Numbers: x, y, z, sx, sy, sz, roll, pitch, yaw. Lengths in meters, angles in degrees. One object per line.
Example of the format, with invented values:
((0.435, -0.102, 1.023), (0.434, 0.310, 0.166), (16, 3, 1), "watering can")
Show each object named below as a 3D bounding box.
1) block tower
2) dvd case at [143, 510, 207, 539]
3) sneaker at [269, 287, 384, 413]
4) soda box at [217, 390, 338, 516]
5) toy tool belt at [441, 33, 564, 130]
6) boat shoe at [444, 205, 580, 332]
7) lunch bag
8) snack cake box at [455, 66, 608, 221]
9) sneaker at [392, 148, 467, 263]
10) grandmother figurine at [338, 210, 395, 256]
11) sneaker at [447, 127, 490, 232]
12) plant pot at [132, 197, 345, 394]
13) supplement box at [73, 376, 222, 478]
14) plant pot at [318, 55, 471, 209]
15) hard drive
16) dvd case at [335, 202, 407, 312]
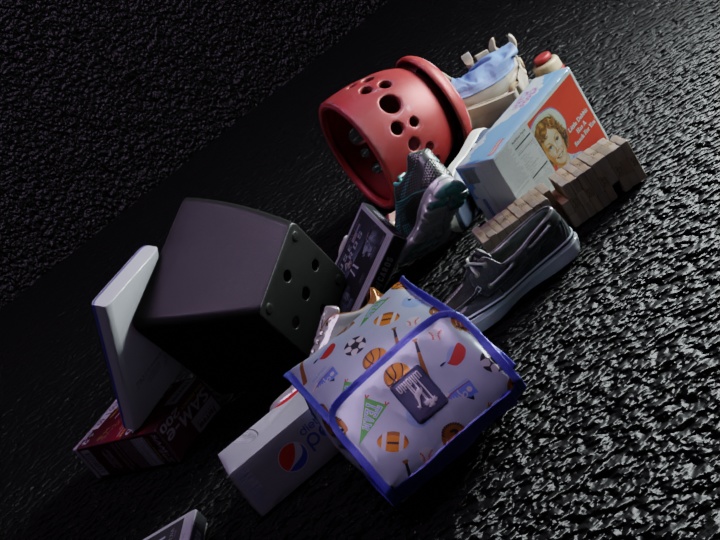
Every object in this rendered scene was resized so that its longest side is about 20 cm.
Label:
((0.229, -0.076, 1.233), (0.199, 0.058, 0.054), (-34, 19, 2), "block tower")
((-0.254, 0.347, 1.111), (0.199, 0.025, 0.150), (-33, 19, 13), "dvd case")
((-0.039, 0.097, 1.232), (0.200, 0.085, 0.073), (-38, -8, -18), "sneaker")
((-0.054, 0.167, 1.144), (0.200, 0.064, 0.068), (-39, 18, -7), "soda box")
((0.220, -0.319, 1.720), (0.200, 0.123, 0.125), (-35, 19, 4), "toy tool belt")
((0.145, 0.003, 1.167), (0.200, 0.071, 0.072), (-39, 19, -4), "boat shoe")
((0.044, 0.115, 1.016), (0.170, 0.124, 0.200), (-39, 33, -7), "lunch bag")
((0.218, -0.146, 1.326), (0.067, 0.115, 0.200), (-10, 32, 52), "snack cake box")
((0.075, -0.084, 1.375), (0.077, 0.091, 0.200), (-20, -23, -27), "sneaker")
((0.051, -0.063, 1.528), (0.200, 0.061, 0.121), (-34, -9, 16), "grandmother figurine")
((0.173, -0.131, 1.446), (0.084, 0.075, 0.201), (-2, 43, 29), "sneaker")
((-0.140, 0.033, 1.380), (0.177, 0.200, 0.201), (-2, 57, 36), "plant pot")
((-0.294, 0.217, 1.459), (0.199, 0.061, 0.109), (-18, 26, 41), "supplement box")
((0.060, -0.227, 1.673), (0.182, 0.201, 0.200), (-38, 18, -12), "plant pot")
((-0.285, 0.087, 1.374), (0.025, 0.201, 0.132), (8, 37, 18), "hard drive")
((0.000, 0.000, 1.403), (0.151, 0.025, 0.200), (-66, 17, 9), "dvd case")
